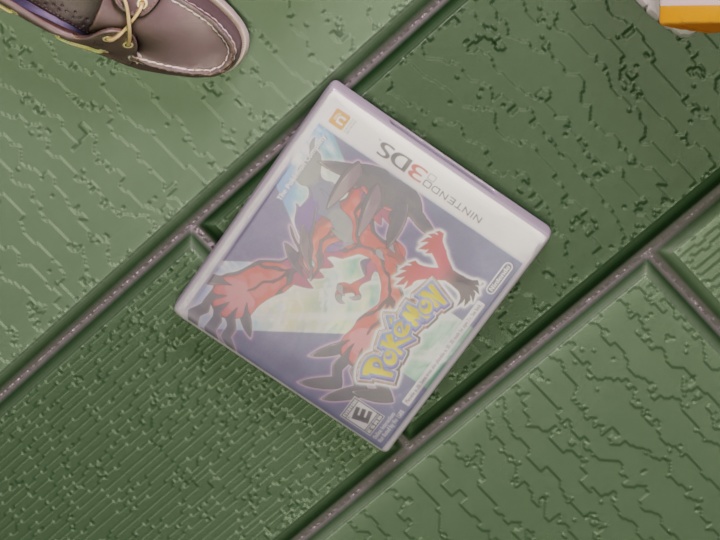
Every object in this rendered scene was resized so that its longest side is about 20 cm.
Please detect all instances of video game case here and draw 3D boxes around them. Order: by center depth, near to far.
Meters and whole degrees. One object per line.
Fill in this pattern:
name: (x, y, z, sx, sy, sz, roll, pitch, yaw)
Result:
video game case: (0.000, 0.000, 1.682, 0.182, 0.023, 0.200, 34, 110, -8)

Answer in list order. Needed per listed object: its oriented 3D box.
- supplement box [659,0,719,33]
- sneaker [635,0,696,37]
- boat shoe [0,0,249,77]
supplement box: (0.254, -0.245, 1.485, 0.126, 0.073, 0.201, 5, 93, 36)
sneaker: (0.182, -0.242, 1.551, 0.087, 0.075, 0.201, -23, 108, 8)
boat shoe: (-0.169, -0.174, 1.611, 0.199, 0.060, 0.072, 25, 110, -5)
